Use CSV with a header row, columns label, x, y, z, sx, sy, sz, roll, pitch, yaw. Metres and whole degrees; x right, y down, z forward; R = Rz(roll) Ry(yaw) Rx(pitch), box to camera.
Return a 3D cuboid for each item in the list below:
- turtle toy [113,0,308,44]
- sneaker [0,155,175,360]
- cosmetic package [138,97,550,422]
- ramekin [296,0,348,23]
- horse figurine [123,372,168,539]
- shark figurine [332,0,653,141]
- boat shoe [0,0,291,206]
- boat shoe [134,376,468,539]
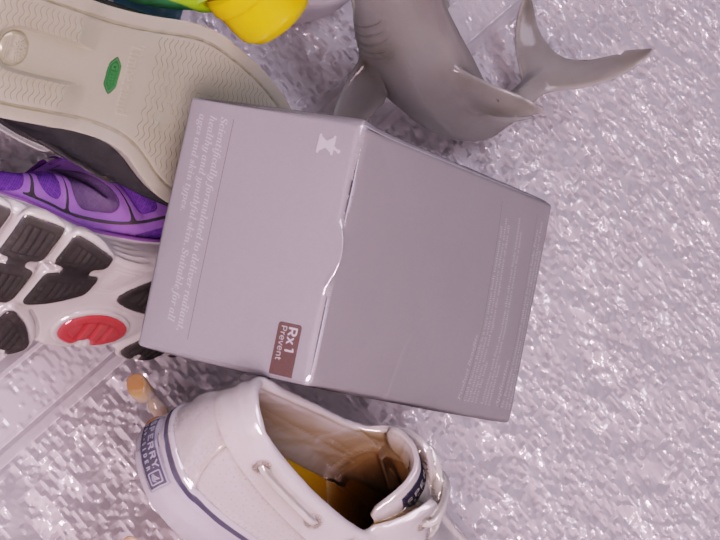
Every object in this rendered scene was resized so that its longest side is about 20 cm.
label,x,y,z,sx,sy,sz,roll,pitch,yaw
turtle toy,-0.078,-0.181,0.992,0.146,0.101,0.200,48,44,-25
sneaker,-0.131,-0.014,0.969,0.200,0.081,0.083,13,39,-49
cosmetic package,0.000,0.000,0.982,0.200,0.090,0.107,20,82,-60
ramekin,-0.043,-0.234,1.169,0.200,0.105,0.200,25,47,-30
horse figurine,-0.056,0.130,0.928,0.133,0.050,0.200,52,28,-29
shark figurine,0.065,-0.093,1.174,0.214,0.089,0.128,20,85,-55
boat shoe,-0.103,-0.075,0.950,0.200,0.068,0.072,23,87,-43
boat shoe,0.002,0.094,0.935,0.200,0.070,0.071,35,35,-41
